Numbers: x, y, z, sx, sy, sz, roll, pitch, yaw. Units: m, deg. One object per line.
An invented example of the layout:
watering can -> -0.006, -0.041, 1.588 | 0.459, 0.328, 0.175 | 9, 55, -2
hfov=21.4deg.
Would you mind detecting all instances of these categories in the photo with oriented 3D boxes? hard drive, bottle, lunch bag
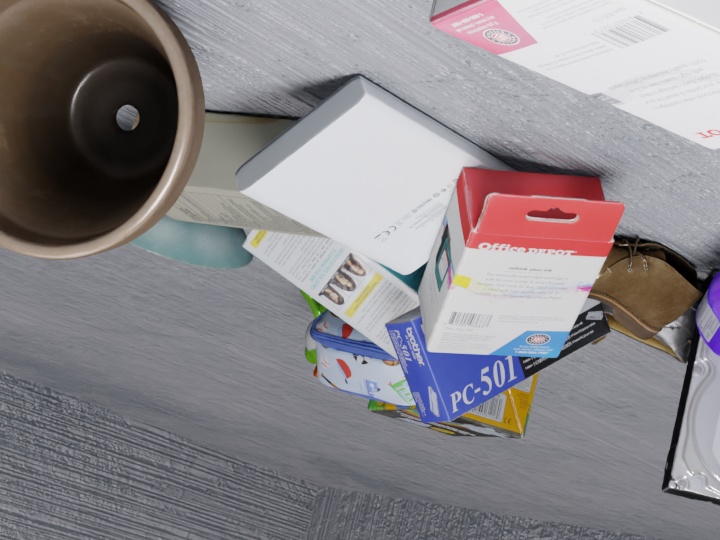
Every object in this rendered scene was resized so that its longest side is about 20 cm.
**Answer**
hard drive -> 0.352, 0.112, 1.665 | 0.139, 0.200, 0.038 | 15, 166, 0
bottle -> 0.325, 0.020, 1.561 | 0.083, 0.065, 0.200 | -29, 166, -3
lunch bag -> 0.061, 0.055, 1.834 | 0.160, 0.076, 0.200 | 9, -151, 38
hard drive -> 0.017, -0.069, 1.480 | 0.132, 0.027, 0.200 | -36, 141, 25

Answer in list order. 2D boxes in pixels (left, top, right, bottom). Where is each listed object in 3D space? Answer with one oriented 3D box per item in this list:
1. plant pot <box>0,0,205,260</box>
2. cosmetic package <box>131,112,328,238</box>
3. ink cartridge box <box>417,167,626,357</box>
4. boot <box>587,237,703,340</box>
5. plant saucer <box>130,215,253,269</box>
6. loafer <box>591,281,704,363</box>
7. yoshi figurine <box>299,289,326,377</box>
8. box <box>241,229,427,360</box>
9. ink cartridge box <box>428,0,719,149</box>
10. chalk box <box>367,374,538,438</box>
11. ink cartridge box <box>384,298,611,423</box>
plant pot -> -0.194, -0.114, 1.375 | 0.200, 0.201, 0.175 | 12, -173, 10
cosmetic package -> -0.090, -0.081, 1.598 | 0.200, 0.071, 0.105 | 8, 165, 26
ink cartridge box -> 0.125, -0.016, 1.505 | 0.116, 0.067, 0.200 | 3, 141, -13
boot -> 0.217, -0.012, 1.633 | 0.075, 0.074, 0.200 | -32, 135, 31
plant saucer -> -0.184, -0.064, 1.745 | 0.201, 0.039, 0.201 | 23, -163, -7
loafer -> 0.220, 0.032, 1.756 | 0.200, 0.072, 0.073 | 11, 168, 19
yoshi figurine -> -0.011, 0.043, 2.092 | 0.112, 0.113, 0.200 | -24, 168, -26
box -> 0.000, 0.000, 1.690 | 0.200, 0.049, 0.082 | 36, 133, -3
ink cartridge box -> 0.160, -0.142, 1.008 | 0.200, 0.083, 0.146 | 20, 166, -23
chalk box -> 0.097, 0.116, 2.165 | 0.125, 0.124, 0.200 | 20, 168, -28
ink cartridge box -> 0.121, 0.050, 1.645 | 0.200, 0.094, 0.044 | -26, -171, -33
